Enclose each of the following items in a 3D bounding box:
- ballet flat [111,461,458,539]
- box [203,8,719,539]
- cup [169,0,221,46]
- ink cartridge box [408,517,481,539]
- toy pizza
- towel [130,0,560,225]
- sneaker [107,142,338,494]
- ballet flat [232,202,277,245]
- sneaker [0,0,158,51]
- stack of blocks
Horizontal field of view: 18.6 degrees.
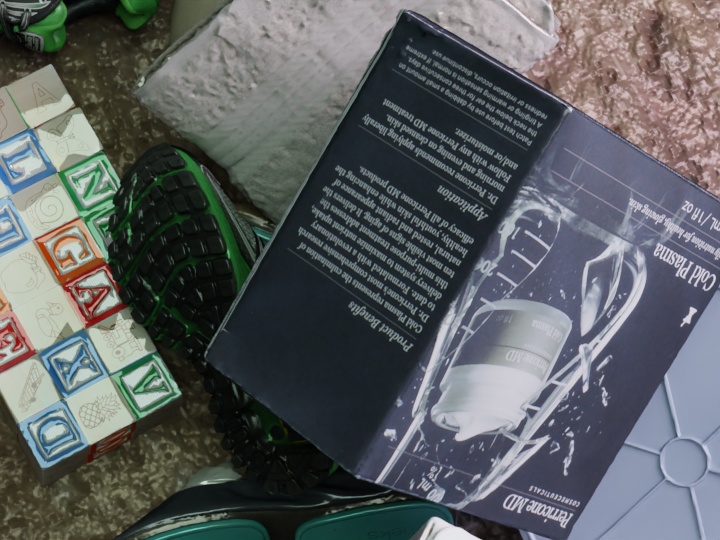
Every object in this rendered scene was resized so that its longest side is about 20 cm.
[{"bbox_3d":[-0.047,0.134,1.196,0.199,0.073,0.073,-9,77,-6],"label":"ballet flat"},{"bbox_3d":[0.062,0.008,1.087,0.124,0.200,0.197,36,98,38],"label":"box"},{"bbox_3d":[0.001,-0.161,1.221,0.200,0.143,0.201,4,64,-9],"label":"cup"},{"bbox_3d":[0.069,0.206,1.118,0.145,0.200,0.084,26,73,0],"label":"ink cartridge box"},{"bbox_3d":[0.175,0.100,1.172,0.200,0.032,0.201,1,92,18],"label":"toy pizza"},{"bbox_3d":[-0.006,-0.110,1.137,0.200,0.035,0.133,-39,110,24],"label":"towel"},{"bbox_3d":[-0.065,0.022,1.181,0.200,0.078,0.085,61,31,2],"label":"sneaker"},{"bbox_3d":[0.000,0.000,1.240,0.200,0.068,0.072,26,54,1],"label":"ballet flat"},{"bbox_3d":[-0.207,-0.166,1.236,0.199,0.078,0.085,-9,77,-10],"label":"sneaker"},{"bbox_3d":[-0.173,0.003,1.213,0.115,0.059,0.200,-28,80,-14],"label":"stack of blocks"}]
